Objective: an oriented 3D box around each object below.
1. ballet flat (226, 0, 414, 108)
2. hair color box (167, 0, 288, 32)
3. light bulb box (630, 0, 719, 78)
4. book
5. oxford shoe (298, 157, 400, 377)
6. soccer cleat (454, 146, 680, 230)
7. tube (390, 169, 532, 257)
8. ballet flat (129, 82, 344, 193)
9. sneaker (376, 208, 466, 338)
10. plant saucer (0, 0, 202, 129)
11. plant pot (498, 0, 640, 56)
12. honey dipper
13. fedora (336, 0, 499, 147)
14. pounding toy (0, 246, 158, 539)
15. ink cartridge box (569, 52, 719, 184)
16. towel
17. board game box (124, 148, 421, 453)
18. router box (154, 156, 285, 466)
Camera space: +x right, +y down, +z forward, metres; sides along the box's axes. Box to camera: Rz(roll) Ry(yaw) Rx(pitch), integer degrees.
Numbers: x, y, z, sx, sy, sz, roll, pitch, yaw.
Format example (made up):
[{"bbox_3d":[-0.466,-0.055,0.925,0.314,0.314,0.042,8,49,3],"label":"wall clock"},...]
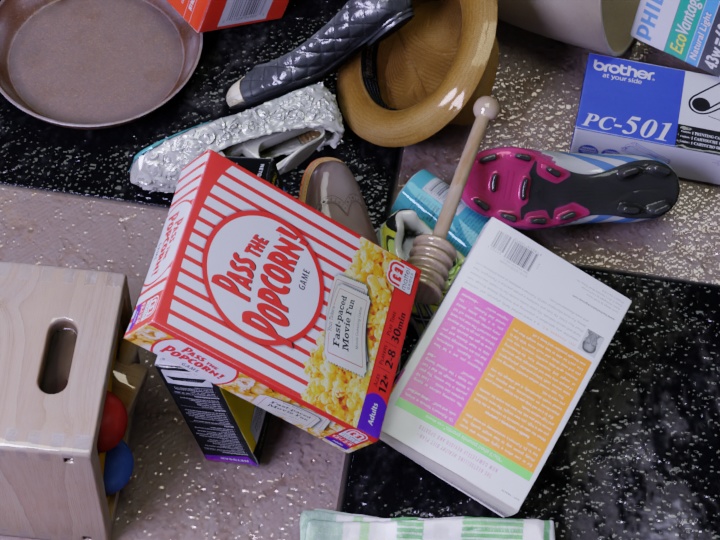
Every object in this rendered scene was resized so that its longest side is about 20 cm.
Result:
[{"bbox_3d":[-0.040,-0.202,1.529,0.200,0.066,0.057,-30,88,21],"label":"ballet flat"},{"bbox_3d":[-0.163,-0.314,1.617,0.111,0.064,0.200,-19,55,-43],"label":"hair color box"},{"bbox_3d":[0.362,-0.307,1.553,0.125,0.198,0.200,29,48,17],"label":"light bulb box"},{"bbox_3d":[0.111,0.074,1.359,0.134,0.048,0.200,32,73,0],"label":"book"},{"bbox_3d":[0.000,0.000,1.396,0.071,0.073,0.200,-9,83,-30],"label":"oxford shoe"},{"bbox_3d":[0.175,-0.070,1.487,0.200,0.086,0.070,3,94,-8],"label":"soccer cleat"},{"bbox_3d":[0.119,-0.012,1.468,0.200,0.050,0.077,36,68,15],"label":"tube"},{"bbox_3d":[-0.102,-0.106,1.504,0.200,0.072,0.072,-24,61,-15],"label":"ballet flat"},{"bbox_3d":[0.076,0.032,1.418,0.075,0.076,0.200,-36,66,-24],"label":"sneaker"},{"bbox_3d":[-0.245,-0.203,1.582,0.200,0.035,0.200,1,58,-2],"label":"plant saucer"},{"bbox_3d":[0.155,-0.302,1.592,0.200,0.187,0.187,9,56,22],"label":"plant pot"},{"bbox_3d":[0.079,-0.062,1.409,0.038,0.038,0.200,17,60,9],"label":"honey dipper"},{"bbox_3d":[0.068,-0.190,1.535,0.082,0.200,0.201,27,52,-40],"label":"fedora"},{"bbox_3d":[-0.212,0.079,1.312,0.142,0.184,0.200,6,57,1],"label":"pounding toy"},{"bbox_3d":[0.296,-0.132,1.550,0.200,0.044,0.094,11,56,6],"label":"ink cartridge box"},{"bbox_3d":[0.051,0.254,1.305,0.200,0.023,0.153,2,58,-1],"label":"towel"},{"bbox_3d":[-0.060,0.024,1.272,0.200,0.046,0.152,29,58,-24],"label":"board game box"},{"bbox_3d":[-0.096,0.032,1.365,0.051,0.149,0.200,4,57,16],"label":"router box"}]
